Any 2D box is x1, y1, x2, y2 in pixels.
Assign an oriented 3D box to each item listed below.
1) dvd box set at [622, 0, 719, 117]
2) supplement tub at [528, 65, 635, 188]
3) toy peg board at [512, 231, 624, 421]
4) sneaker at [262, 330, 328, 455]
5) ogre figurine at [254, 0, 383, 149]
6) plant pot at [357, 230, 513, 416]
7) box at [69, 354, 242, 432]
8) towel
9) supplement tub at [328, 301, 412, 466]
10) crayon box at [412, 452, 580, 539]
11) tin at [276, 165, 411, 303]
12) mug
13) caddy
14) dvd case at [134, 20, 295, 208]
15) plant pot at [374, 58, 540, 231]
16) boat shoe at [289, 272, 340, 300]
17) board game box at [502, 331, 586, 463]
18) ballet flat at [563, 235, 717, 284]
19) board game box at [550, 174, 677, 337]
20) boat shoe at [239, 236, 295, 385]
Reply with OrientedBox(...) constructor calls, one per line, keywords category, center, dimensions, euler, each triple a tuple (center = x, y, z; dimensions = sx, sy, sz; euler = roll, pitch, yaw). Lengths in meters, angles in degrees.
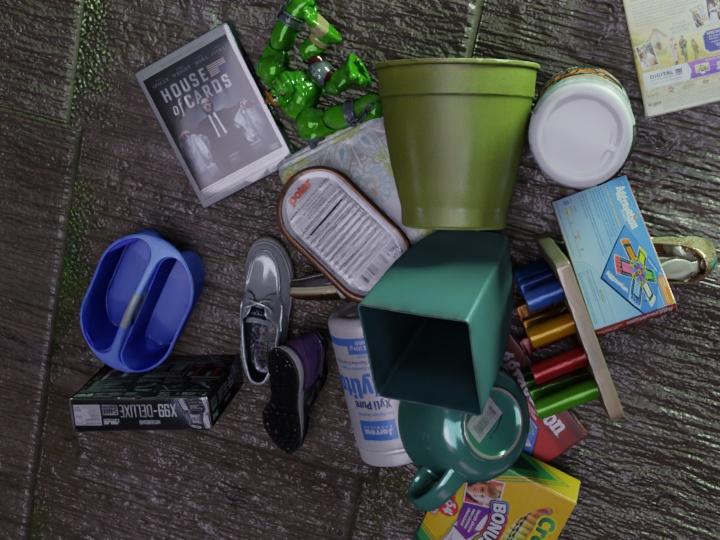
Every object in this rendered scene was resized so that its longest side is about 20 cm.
OrientedBox(category="dvd box set", center=(0.395, -0.300, 1.436), dimensions=(0.144, 0.029, 0.203), euler=(-13, 103, 15))
OrientedBox(category="supplement tub", center=(0.262, -0.175, 1.408), dimensions=(0.120, 0.200, 0.125), euler=(3, 106, 9))
OrientedBox(category="toy peg board", center=(0.233, 0.078, 1.476), dimensions=(0.096, 0.200, 0.202), euler=(-21, 100, 5))
OrientedBox(category="sneaker", center=(-0.077, 0.169, 1.639), dimensions=(0.075, 0.087, 0.202), euler=(36, 138, 26))
OrientedBox(category="ogre figurine", center=(-0.060, -0.243, 1.504), dimensions=(0.200, 0.098, 0.120), euler=(47, 114, 1))
OrientedBox(category="plant pot", center=(0.108, 0.043, 1.436), dimensions=(0.139, 0.201, 0.143), euler=(8, 131, 25))
OrientedBox(category="box", center=(-0.277, 0.166, 1.632), dimensions=(0.196, 0.158, 0.051), euler=(-2, 106, 11))
OrientedBox(category="towel", center=(0.004, -0.092, 1.532), dimensions=(0.169, 0.048, 0.202), euler=(-28, 84, 3))
OrientedBox(category="supplement tub", center=(0.038, 0.141, 1.577), dimensions=(0.130, 0.132, 0.204), euler=(-11, 102, 13))
OrientedBox(category="crayon box", center=(0.181, 0.337, 1.623), dimensions=(0.170, 0.058, 0.202), euler=(26, 118, 7))
OrientedBox(category="tin", center=(-0.019, -0.045, 1.490), dimensions=(0.200, 0.042, 0.112), euler=(43, 87, 6))
OrientedBox(category="mug", center=(0.137, 0.203, 1.487), dimensions=(0.150, 0.114, 0.189), euler=(-2, 88, -27))
OrientedBox(category="caddy", center=(-0.300, 0.040, 1.627), dimensions=(0.140, 0.105, 0.202), euler=(27, 109, 1))
OrientedBox(category="dvd case", center=(-0.191, -0.205, 1.581), dimensions=(0.148, 0.025, 0.202), euler=(-25, 100, 16))
OrientedBox(category="plant pot", center=(0.114, -0.148, 1.428), dimensions=(0.196, 0.200, 0.197), euler=(2, 96, 10))
OrientedBox(category="boat shoe", center=(0.000, 0.000, 1.582), dimensions=(0.196, 0.073, 0.066), euler=(-8, 83, 5))
OrientedBox(category="board game box", center=(0.206, 0.170, 1.604), dimensions=(0.102, 0.019, 0.201), euler=(-36, 96, 17))
OrientedBox(category="ballet flat", center=(0.351, -0.011, 1.508), dimensions=(0.196, 0.065, 0.072), euler=(-6, 107, 13))
OrientedBox(category="board game box", center=(0.308, -0.021, 1.459), dimensions=(0.101, 0.202, 0.020), euler=(-20, 142, 12))
OrientedBox(category="boat shoe", center=(-0.129, 0.059, 1.617), dimensions=(0.069, 0.072, 0.205), euler=(5, 106, 9))
